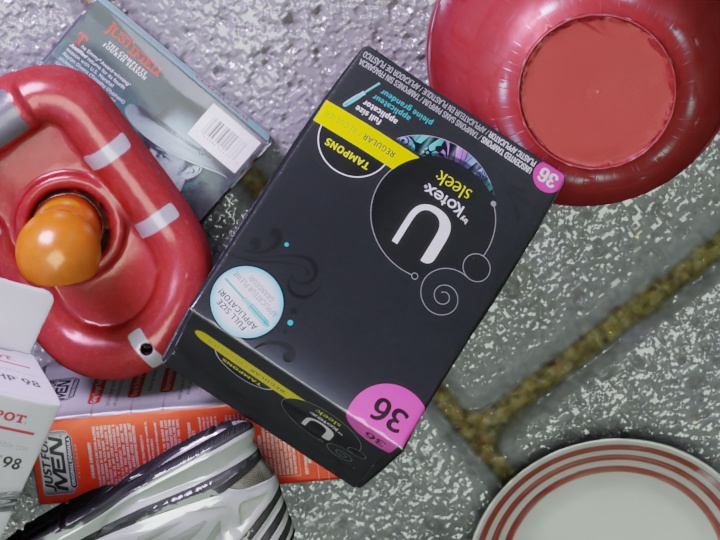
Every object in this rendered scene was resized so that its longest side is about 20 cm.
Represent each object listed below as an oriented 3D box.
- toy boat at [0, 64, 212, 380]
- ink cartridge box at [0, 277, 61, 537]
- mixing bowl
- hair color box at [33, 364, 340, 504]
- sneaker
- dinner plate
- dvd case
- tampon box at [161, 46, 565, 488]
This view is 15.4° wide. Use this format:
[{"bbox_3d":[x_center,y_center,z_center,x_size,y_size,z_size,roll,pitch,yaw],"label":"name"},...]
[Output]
[{"bbox_3d":[-0.178,-0.021,1.628,0.130,0.131,0.200,-34,104,11],"label":"toy boat"},{"bbox_3d":[-0.255,0.100,1.555,0.116,0.067,0.200,15,110,-30],"label":"ink cartridge box"},{"bbox_3d":[0.141,-0.120,1.629,0.199,0.108,0.201,0,108,0],"label":"mixing bowl"},{"bbox_3d":[-0.105,0.096,1.701,0.199,0.102,0.061,-4,108,3],"label":"hair color box"},{"bbox_3d":[-0.131,0.184,1.615,0.200,0.076,0.116,-27,98,-1],"label":"sneaker"},{"bbox_3d":[0.169,0.202,1.771,0.199,0.024,0.201,0,106,0],"label":"dinner plate"},{"bbox_3d":[-0.174,-0.055,1.697,0.146,0.022,0.200,39,105,-10],"label":"dvd case"},{"bbox_3d":[0.000,0.000,1.599,0.150,0.126,0.200,32,70,-2],"label":"tampon box"}]
